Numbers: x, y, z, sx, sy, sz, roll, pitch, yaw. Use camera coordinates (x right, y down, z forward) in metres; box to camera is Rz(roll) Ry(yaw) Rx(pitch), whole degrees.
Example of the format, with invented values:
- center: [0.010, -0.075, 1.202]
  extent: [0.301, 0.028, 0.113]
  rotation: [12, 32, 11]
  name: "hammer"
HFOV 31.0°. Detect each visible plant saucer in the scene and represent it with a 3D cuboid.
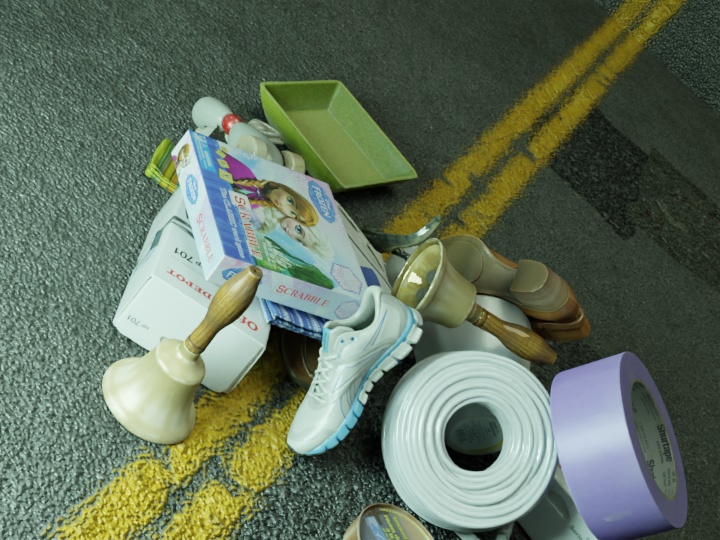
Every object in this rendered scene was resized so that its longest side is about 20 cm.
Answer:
- center: [-0.039, -0.182, 1.841]
  extent: [0.200, 0.048, 0.199]
  rotation: [51, 31, 17]
  name: "plant saucer"

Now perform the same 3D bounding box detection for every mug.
- center: [0.154, 0.141, 1.560]
  extent: [0.185, 0.150, 0.154]
  rotation: [20, 43, -21]
  name: "mug"

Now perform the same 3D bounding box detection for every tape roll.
- center: [0.290, 0.198, 1.448]
  extent: [0.200, 0.084, 0.201]
  rotation: [44, 35, -44]
  name: "tape roll"

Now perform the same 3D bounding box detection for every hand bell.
- center: [-0.154, 0.064, 1.232]
  extent: [0.104, 0.200, 0.104]
  rotation: [28, 32, -20]
  name: "hand bell"
- center: [0.142, 0.055, 1.475]
  extent: [0.199, 0.104, 0.104]
  rotation: [28, 32, -19]
  name: "hand bell"

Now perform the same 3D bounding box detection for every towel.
- center: [-0.038, 0.025, 1.440]
  extent: [0.199, 0.024, 0.145]
  rotation: [20, 36, -39]
  name: "towel"
- center: [-0.170, -0.088, 1.596]
  extent: [0.199, 0.018, 0.086]
  rotation: [34, 31, -14]
  name: "towel"

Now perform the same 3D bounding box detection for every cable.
- center: [0.121, 0.186, 1.426]
  extent: [0.199, 0.201, 0.069]
  rotation: [31, -12, -5]
  name: "cable"

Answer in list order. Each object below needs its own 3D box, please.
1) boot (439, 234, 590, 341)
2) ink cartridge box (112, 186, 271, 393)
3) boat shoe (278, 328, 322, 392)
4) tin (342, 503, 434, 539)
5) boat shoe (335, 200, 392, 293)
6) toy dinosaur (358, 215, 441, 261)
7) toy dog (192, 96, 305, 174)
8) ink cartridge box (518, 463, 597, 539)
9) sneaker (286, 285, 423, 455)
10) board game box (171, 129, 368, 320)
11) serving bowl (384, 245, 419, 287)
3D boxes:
- center: [0.188, 0.026, 1.636]
  extent: [0.155, 0.199, 0.077]
  rotation: [42, 63, -48]
  name: "boot"
- center: [-0.166, 0.014, 1.400]
  extent: [0.146, 0.086, 0.201]
  rotation: [34, 29, -16]
  name: "ink cartridge box"
- center: [-0.044, 0.058, 1.495]
  extent: [0.075, 0.074, 0.201]
  rotation: [29, 32, -21]
  name: "boat shoe"
- center: [0.054, 0.327, 1.298]
  extent: [0.111, 0.042, 0.201]
  rotation: [-1, 50, -45]
  name: "tin"
- center: [0.000, 0.000, 1.597]
  extent: [0.200, 0.072, 0.066]
  rotation: [51, 42, -1]
  name: "boat shoe"
- center: [0.024, -0.026, 1.639]
  extent: [0.048, 0.199, 0.088]
  rotation: [-61, 137, -40]
  name: "toy dinosaur"
- center: [-0.154, -0.136, 1.605]
  extent: [0.131, 0.097, 0.200]
  rotation: [26, 11, -25]
  name: "toy dog"
- center: [0.266, 0.263, 1.580]
  extent: [0.146, 0.088, 0.200]
  rotation: [50, 29, 15]
  name: "ink cartridge box"
- center: [-0.024, 0.100, 1.363]
  extent: [0.087, 0.201, 0.075]
  rotation: [44, -13, -35]
  name: "sneaker"
- center: [-0.096, -0.046, 1.405]
  extent: [0.199, 0.041, 0.201]
  rotation: [19, 36, -37]
  name: "board game box"
- center: [0.121, 0.033, 1.711]
  extent: [0.199, 0.066, 0.201]
  rotation: [29, 26, -15]
  name: "serving bowl"
